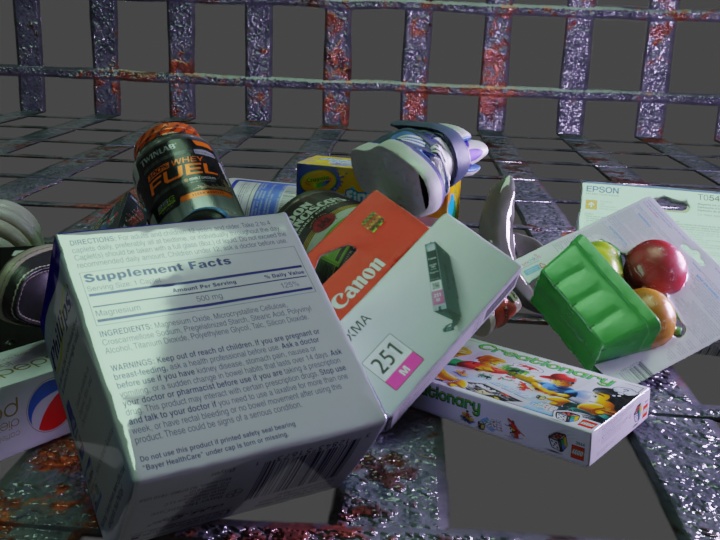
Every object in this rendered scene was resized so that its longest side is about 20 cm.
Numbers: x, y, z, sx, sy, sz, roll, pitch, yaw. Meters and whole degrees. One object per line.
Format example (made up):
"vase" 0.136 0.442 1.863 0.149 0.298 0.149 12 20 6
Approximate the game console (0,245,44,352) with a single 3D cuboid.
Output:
"game console" -0.342 0.036 0.896 0.200 0.031 0.177 -2 38 6

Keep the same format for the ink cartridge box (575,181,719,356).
"ink cartridge box" 0.342 -0.004 1.027 0.196 0.043 0.200 6 59 11

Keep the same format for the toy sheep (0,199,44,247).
"toy sheep" -0.438 -0.023 1.057 0.138 0.138 0.200 0 33 -7

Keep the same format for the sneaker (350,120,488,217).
"sneaker" 0.087 -0.122 0.994 0.146 0.081 0.200 -18 19 -17

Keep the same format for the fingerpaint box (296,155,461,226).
"fingerpaint box" 0.021 -0.054 1.153 0.200 0.167 0.073 7 17 18

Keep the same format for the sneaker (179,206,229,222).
"sneaker" -0.222 -0.005 1.039 0.199 0.071 0.083 -28 18 22

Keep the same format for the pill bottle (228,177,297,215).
"pill bottle" -0.150 -0.075 1.306 0.200 0.112 0.112 6 16 16

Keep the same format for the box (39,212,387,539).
"box" -0.114 0.069 0.655 0.184 0.105 0.200 -8 55 -31

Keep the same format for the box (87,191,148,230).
"box" -0.315 -0.016 1.063 0.137 0.038 0.200 -42 19 3

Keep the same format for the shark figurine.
"shark figurine" 0.189 0.000 1.094 0.215 0.128 0.089 56 15 17

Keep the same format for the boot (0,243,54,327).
"boot" -0.197 0.037 0.775 0.150 0.073 0.200 19 0 22

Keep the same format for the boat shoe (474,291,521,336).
"boat shoe" 0.099 -0.004 1.060 0.063 0.071 0.200 -31 60 -33

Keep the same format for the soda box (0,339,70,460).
"soda box" -0.296 0.110 0.727 0.068 0.064 0.200 14 19 35

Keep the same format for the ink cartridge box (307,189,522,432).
"ink cartridge box" 0.021 0.019 0.827 0.174 0.044 0.200 37 64 17

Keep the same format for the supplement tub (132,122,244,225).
"supplement tub" -0.232 -0.097 1.207 0.122 0.123 0.200 -7 52 -30

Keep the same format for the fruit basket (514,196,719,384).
"fruit basket" 0.291 0.021 0.959 0.200 0.094 0.185 -21 58 -25

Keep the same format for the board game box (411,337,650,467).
"board game box" 0.144 0.113 0.823 0.200 0.035 0.126 14 19 36

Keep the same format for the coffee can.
"coffee can" 0.000 0.000 0.998 0.146 0.147 0.200 -8 19 -32
